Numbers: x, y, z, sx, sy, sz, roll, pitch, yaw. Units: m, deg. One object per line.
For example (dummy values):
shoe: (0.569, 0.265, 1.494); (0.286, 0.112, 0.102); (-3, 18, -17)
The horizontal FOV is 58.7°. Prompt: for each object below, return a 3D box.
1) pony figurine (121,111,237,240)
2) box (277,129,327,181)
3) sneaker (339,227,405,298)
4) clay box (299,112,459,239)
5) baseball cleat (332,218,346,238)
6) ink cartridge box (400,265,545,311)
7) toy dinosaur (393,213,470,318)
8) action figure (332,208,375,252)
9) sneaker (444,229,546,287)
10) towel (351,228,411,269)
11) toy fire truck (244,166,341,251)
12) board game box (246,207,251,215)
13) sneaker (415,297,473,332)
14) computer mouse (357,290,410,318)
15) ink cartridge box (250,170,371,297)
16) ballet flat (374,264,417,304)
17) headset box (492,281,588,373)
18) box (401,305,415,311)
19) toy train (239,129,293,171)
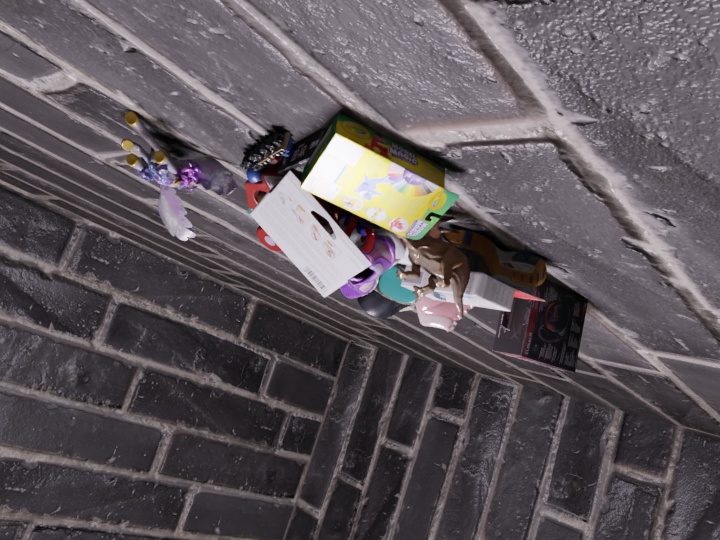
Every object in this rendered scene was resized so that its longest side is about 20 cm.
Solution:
pony figurine: (-0.352, -0.183, 1.200); (0.194, 0.166, 0.200); (50, -178, 18)
box: (-0.014, -0.141, 1.011); (0.198, 0.044, 0.159); (25, 168, -24)
sneaker: (0.000, 0.000, 1.182); (0.081, 0.088, 0.200); (48, 143, 4)
clay box: (0.028, -0.124, 0.893); (0.197, 0.048, 0.115); (23, 137, -20)
baseball cleat: (0.006, -0.061, 1.331); (0.105, 0.071, 0.199); (11, 177, 23)
ink cartridge box: (0.198, 0.040, 1.147); (0.174, 0.046, 0.199); (21, 172, -33)
toy dinosaur: (0.129, -0.026, 1.049); (0.200, 0.134, 0.086); (47, 141, 19)
action figure: (-0.011, -0.083, 1.136); (0.064, 0.052, 0.200); (23, -163, -10)
sneaker: (0.228, -0.010, 1.146); (0.197, 0.077, 0.088); (21, 169, -4)
towel: (0.096, -0.030, 1.255); (0.198, 0.049, 0.170); (28, 163, -35)
toy fire truck: (-0.134, -0.126, 1.186); (0.197, 0.113, 0.169); (11, 142, 35)
board game box: (-0.147, -0.096, 1.455); (0.150, 0.046, 0.200); (16, 169, 21)
sneaker: (0.208, 0.070, 1.332); (0.196, 0.107, 0.075); (-7, -179, -3)
computer mouse: (0.075, 0.033, 1.360); (0.139, 0.198, 0.053); (48, 135, 17)
ink cartridge box: (-0.078, -0.065, 1.071); (0.200, 0.044, 0.173); (48, 143, -7)
ballet flat: (0.042, 0.011, 1.284); (0.197, 0.069, 0.075); (20, -170, 21)
headset box: (0.344, 0.103, 1.241); (0.198, 0.152, 0.074); (18, 171, -36)
box: (0.040, 0.014, 1.511); (0.197, 0.103, 0.112); (22, 169, -12)
toy train: (-0.152, -0.190, 1.043); (0.045, 0.035, 0.199); (20, 170, -23)
